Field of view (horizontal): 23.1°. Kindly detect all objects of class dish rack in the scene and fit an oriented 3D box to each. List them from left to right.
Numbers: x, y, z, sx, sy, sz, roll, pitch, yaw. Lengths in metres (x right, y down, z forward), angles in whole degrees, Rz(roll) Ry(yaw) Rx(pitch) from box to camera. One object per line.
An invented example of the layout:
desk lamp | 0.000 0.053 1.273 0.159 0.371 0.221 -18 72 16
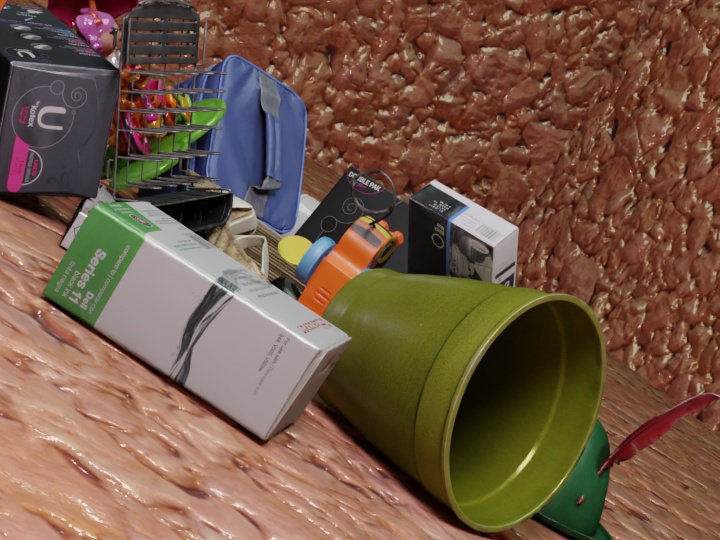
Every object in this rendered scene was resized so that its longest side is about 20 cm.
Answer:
dish rack | -0.164 -0.135 1.539 0.054 0.201 0.153 8 10 21

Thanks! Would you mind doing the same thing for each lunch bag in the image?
lunch bag | -0.137 -0.112 1.825 0.132 0.201 0.136 -22 -36 40

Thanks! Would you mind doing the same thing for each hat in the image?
hat | 0.218 0.147 1.687 0.165 0.176 0.200 35 7 19

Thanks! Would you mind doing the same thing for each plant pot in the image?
plant pot | 0.066 0.087 1.460 0.193 0.201 0.200 22 -2 39

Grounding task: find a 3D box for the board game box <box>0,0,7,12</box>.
board game box | -0.386 -0.201 1.259 0.199 0.200 0.200 30 7 -26

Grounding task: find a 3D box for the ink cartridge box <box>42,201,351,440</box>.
ink cartridge box | -0.117 0.034 1.321 0.200 0.083 0.147 33 6 6

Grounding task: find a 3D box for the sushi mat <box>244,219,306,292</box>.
sushi mat | -0.076 0.012 1.720 0.200 0.096 0.012 35 38 20

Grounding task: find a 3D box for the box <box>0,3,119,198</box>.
box | -0.305 -0.156 1.569 0.106 0.123 0.200 2 22 -32

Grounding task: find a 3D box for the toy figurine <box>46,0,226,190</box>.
toy figurine | -0.235 -0.193 1.668 0.200 0.150 0.185 -89 154 -68

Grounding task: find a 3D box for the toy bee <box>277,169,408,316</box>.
toy bee | 0.000 0.000 1.580 0.131 0.200 0.109 56 28 5

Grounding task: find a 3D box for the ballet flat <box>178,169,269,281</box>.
ballet flat | -0.122 -0.027 1.639 0.071 0.065 0.200 85 -11 -45

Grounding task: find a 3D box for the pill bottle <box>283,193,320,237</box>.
pill bottle | -0.139 -0.082 1.976 0.200 0.114 0.114 34 6 15

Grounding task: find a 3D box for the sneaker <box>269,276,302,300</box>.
sneaker | -0.006 0.065 1.648 0.199 0.083 0.071 35 6 22

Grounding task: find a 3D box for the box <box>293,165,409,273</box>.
box | 0.033 0.022 1.777 0.200 0.149 0.124 35 -9 25

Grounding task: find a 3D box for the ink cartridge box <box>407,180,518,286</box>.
ink cartridge box | 0.088 0.024 1.560 0.099 0.039 0.201 31 -39 31

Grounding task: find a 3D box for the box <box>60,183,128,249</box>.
box | -0.206 -0.026 1.572 0.110 0.035 0.200 32 6 -9
